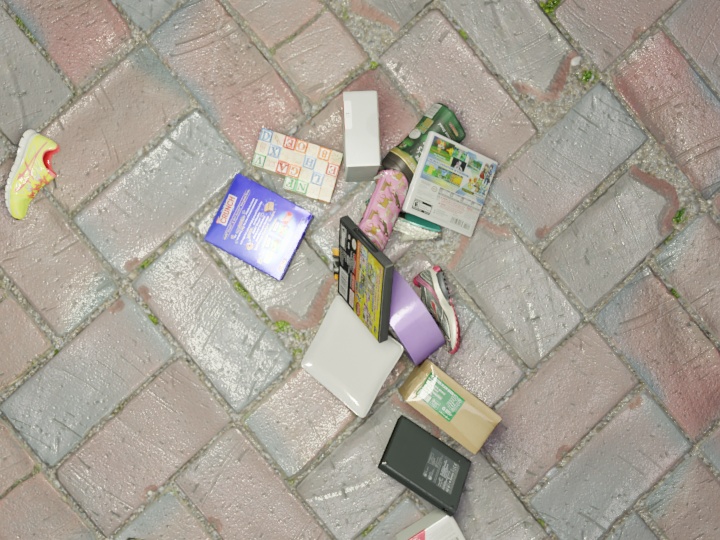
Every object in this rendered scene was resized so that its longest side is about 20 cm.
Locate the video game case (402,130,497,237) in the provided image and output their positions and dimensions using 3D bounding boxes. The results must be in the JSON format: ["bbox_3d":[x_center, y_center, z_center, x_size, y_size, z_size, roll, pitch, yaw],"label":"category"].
[{"bbox_3d":[0.206,-0.194,1.552,0.196,0.022,0.187,18,95,-27],"label":"video game case"}]

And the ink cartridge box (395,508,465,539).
[{"bbox_3d":[0.187,0.666,1.542,0.143,0.083,0.203,-29,89,-4],"label":"ink cartridge box"}]

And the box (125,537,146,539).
[{"bbox_3d":[-0.452,0.722,1.527,0.194,0.050,0.204,10,88,-3],"label":"box"}]

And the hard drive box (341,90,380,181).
[{"bbox_3d":[-0.001,-0.292,1.507,0.074,0.200,0.161,-2,87,-3],"label":"hard drive box"}]

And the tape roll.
[{"bbox_3d":[0.097,0.104,1.499,0.084,0.200,0.202,-35,90,-3],"label":"tape roll"}]

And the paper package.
[{"bbox_3d":[0.193,0.293,1.502,0.198,0.191,0.104,38,86,0],"label":"paper package"}]

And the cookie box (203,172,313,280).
[{"bbox_3d":[-0.229,-0.099,1.551,0.197,0.075,0.174,28,87,-2],"label":"cookie box"}]

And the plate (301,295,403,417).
[{"bbox_3d":[-0.018,0.192,1.527,0.198,0.032,0.203,36,110,19],"label":"plate"}]

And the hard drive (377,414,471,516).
[{"bbox_3d":[0.147,0.438,1.535,0.198,0.033,0.141,34,48,-2],"label":"hard drive"}]

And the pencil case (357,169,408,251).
[{"bbox_3d":[0.042,-0.126,1.485,0.085,0.083,0.203,26,60,-8],"label":"pencil case"}]

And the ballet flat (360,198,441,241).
[{"bbox_3d":[0.090,-0.106,1.581,0.195,0.072,0.073,21,87,0],"label":"ballet flat"}]

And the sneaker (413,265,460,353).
[{"bbox_3d":[0.182,0.095,1.564,0.073,0.081,0.205,-18,71,8],"label":"sneaker"}]

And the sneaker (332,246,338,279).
[{"bbox_3d":[0.000,0.000,1.517,0.077,0.199,0.080,2,101,-31],"label":"sneaker"}]

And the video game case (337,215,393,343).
[{"bbox_3d":[0.007,0.018,1.405,0.025,0.181,0.204,-18,134,-25],"label":"video game case"}]

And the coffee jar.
[{"bbox_3d":[0.144,-0.279,1.562,0.200,0.085,0.104,-46,127,-3],"label":"coffee jar"}]

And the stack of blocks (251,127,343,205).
[{"bbox_3d":[-0.148,-0.238,1.568,0.195,0.059,0.118,17,88,-2],"label":"stack of blocks"}]

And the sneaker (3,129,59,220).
[{"bbox_3d":[-0.736,-0.209,1.530,0.088,0.078,0.206,15,89,-9],"label":"sneaker"}]
